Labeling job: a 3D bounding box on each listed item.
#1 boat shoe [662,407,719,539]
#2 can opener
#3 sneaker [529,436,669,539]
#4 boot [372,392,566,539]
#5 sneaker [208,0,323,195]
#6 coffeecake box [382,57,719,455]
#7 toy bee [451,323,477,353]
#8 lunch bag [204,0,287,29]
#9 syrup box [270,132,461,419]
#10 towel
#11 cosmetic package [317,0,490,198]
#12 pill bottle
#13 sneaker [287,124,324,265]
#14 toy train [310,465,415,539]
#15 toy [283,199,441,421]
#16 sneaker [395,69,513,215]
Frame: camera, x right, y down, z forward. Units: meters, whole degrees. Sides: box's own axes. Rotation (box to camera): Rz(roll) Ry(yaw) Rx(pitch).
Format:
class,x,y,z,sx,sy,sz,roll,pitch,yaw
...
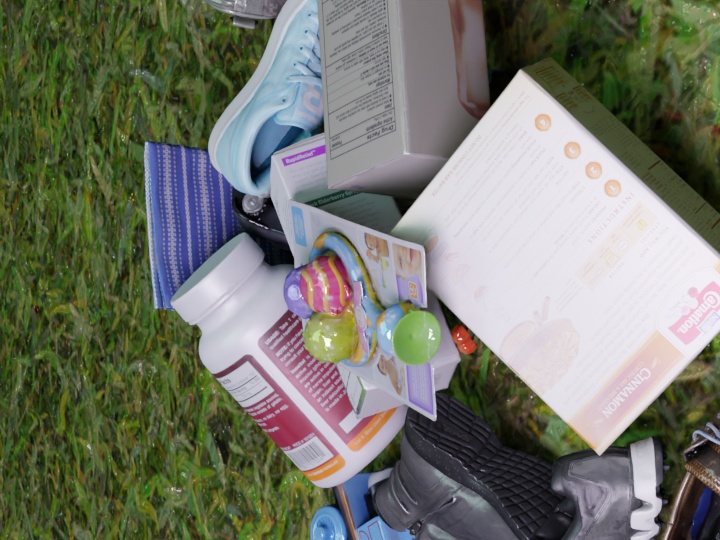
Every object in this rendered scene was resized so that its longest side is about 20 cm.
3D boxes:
class,x,y,z,sx,sy,sz,roll,pitch,yaw
boat shoe,0.241,0.121,0.943,0.072,0.072,0.202,40,123,46
can opener,-0.031,-0.029,1.249,0.199,0.078,0.064,33,94,30
sneaker,0.157,0.203,1.030,0.067,0.089,0.203,-77,-13,-66
boot,0.100,0.194,1.153,0.200,0.069,0.133,43,140,27
sneaker,-0.042,-0.144,1.201,0.201,0.073,0.082,-58,39,15
coffeecake box,0.139,-0.010,0.985,0.200,0.073,0.154,44,117,9
toy bee,0.101,0.002,1.093,0.131,0.108,0.201,58,-177,-38
lunch bag,-0.091,-0.326,1.311,0.168,0.137,0.202,-121,42,-61
syrup box,0.000,0.000,1.154,0.079,0.080,0.202,103,147,-68
towel,-0.107,-0.034,1.335,0.024,0.199,0.147,-12,80,39
cosmetic package,0.030,-0.163,1.097,0.103,0.086,0.203,-16,73,52
pill bottle,-0.059,0.071,1.251,0.200,0.113,0.113,49,143,-11
sneaker,-0.025,-0.059,1.331,0.073,0.088,0.202,7,122,41
toy train,0.030,0.254,1.253,0.114,0.086,0.202,-37,60,40
toy,-0.015,0.025,1.036,0.199,0.047,0.117,19,118,58
sneaker,0.054,-0.103,1.201,0.200,0.078,0.091,-43,54,47
